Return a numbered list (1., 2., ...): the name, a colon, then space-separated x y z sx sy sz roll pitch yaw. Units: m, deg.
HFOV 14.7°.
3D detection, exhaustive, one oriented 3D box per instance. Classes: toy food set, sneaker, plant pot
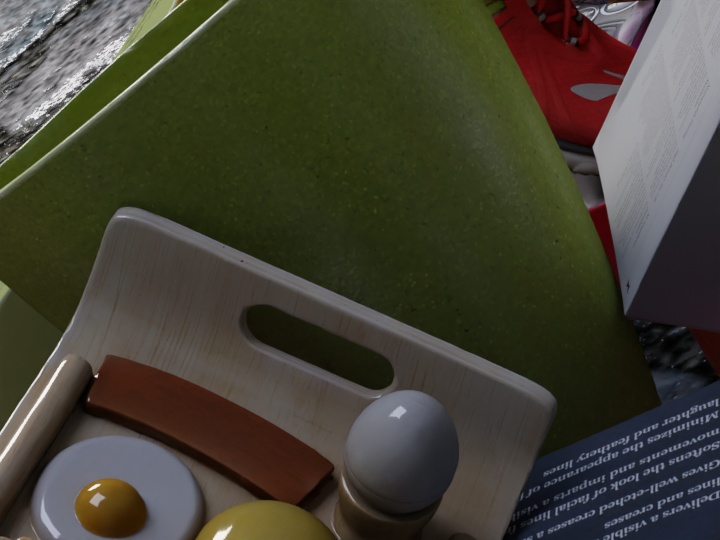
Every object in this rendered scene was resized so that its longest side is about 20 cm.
1. toy food set: -0.042 0.075 0.741 0.200 0.143 0.060 -60 -8 -47
2. sneaker: 0.052 -0.110 1.093 0.085 0.200 0.077 -56 5 35
3. plant pot: 0.000 0.000 0.907 0.187 0.200 0.187 -39 9 8

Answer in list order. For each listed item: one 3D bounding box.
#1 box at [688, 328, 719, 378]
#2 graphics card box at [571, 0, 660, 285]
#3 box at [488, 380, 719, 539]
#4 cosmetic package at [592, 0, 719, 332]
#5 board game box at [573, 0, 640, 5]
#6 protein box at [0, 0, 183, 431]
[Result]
1. box: 0.181 -0.057 1.034 0.102 0.095 0.200 -19 28 32
2. graphics card box: 0.080 -0.043 1.199 0.125 0.051 0.200 -23 25 24
3. box: 0.076 0.142 0.775 0.148 0.107 0.200 -25 24 20
4. cosmetic package: 0.131 -0.078 0.852 0.083 0.051 0.200 -93 18 -46
5. board game box: 0.187 -0.172 1.146 0.199 0.062 0.200 -7 -9 -19
6. protein box: -0.064 -0.006 1.122 0.199 0.135 0.200 -52 12 33
